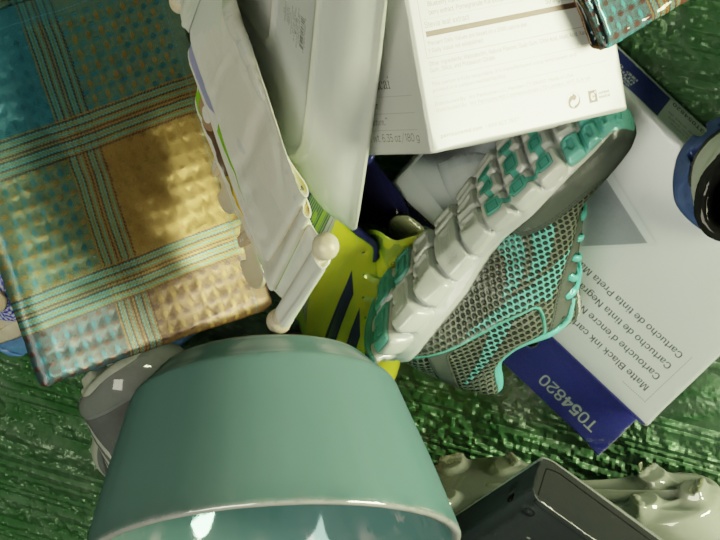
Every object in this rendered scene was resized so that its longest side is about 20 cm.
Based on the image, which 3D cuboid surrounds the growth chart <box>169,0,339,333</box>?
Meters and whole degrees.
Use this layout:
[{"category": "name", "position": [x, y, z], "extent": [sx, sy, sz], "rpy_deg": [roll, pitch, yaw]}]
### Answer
[{"category": "growth chart", "position": [-0.058, -0.072, 1.283], "extent": [0.145, 0.018, 0.201], "rpy_deg": [145, 108, -71]}]

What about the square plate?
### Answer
[{"category": "square plate", "position": [-0.043, -0.152, 1.260], "extent": [0.198, 0.028, 0.201], "rpy_deg": [-123, 29, -41]}]

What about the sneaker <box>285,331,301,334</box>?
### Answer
[{"category": "sneaker", "position": [-0.020, 0.143, 1.491], "extent": [0.075, 0.105, 0.201], "rpy_deg": [-24, 104, 29]}]

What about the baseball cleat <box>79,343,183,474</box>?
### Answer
[{"category": "baseball cleat", "position": [-0.115, 0.104, 1.475], "extent": [0.069, 0.200, 0.107], "rpy_deg": [-29, 78, -10]}]

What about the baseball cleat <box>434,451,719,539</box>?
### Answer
[{"category": "baseball cleat", "position": [0.117, 0.160, 1.459], "extent": [0.199, 0.070, 0.107], "rpy_deg": [2, 121, 27]}]

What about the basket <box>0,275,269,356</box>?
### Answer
[{"category": "basket", "position": [-0.156, -0.019, 1.464], "extent": [0.199, 0.140, 0.176], "rpy_deg": [30, 131, -34]}]

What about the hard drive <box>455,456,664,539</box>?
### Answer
[{"category": "hard drive", "position": [0.093, 0.193, 1.442], "extent": [0.139, 0.033, 0.200], "rpy_deg": [36, 136, -15]}]

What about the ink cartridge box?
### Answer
[{"category": "ink cartridge box", "position": [0.118, -0.014, 1.391], "extent": [0.199, 0.041, 0.200], "rpy_deg": [42, 123, 1]}]

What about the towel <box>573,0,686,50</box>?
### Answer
[{"category": "towel", "position": [0.132, -0.227, 1.230], "extent": [0.022, 0.146, 0.201], "rpy_deg": [2, 119, 56]}]

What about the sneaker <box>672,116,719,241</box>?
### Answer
[{"category": "sneaker", "position": [0.242, -0.067, 1.249], "extent": [0.199, 0.115, 0.081], "rpy_deg": [-35, 98, 16]}]

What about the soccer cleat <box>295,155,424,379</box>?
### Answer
[{"category": "soccer cleat", "position": [0.000, 0.000, 1.411], "extent": [0.083, 0.065, 0.201], "rpy_deg": [-2, 134, 18]}]

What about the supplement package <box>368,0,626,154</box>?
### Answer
[{"category": "supplement package", "position": [0.039, -0.166, 1.259], "extent": [0.121, 0.119, 0.201], "rpy_deg": [3, 105, 63]}]

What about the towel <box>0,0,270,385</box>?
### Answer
[{"category": "towel", "position": [-0.139, -0.055, 1.354], "extent": [0.022, 0.146, 0.201], "rpy_deg": [-13, 95, 63]}]

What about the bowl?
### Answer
[{"category": "bowl", "position": [-0.050, 0.101, 1.350], "extent": [0.200, 0.200, 0.106], "rpy_deg": [-16, 68, 29]}]

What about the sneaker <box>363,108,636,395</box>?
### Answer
[{"category": "sneaker", "position": [0.090, -0.011, 1.349], "extent": [0.091, 0.078, 0.200], "rpy_deg": [31, 122, -20]}]
